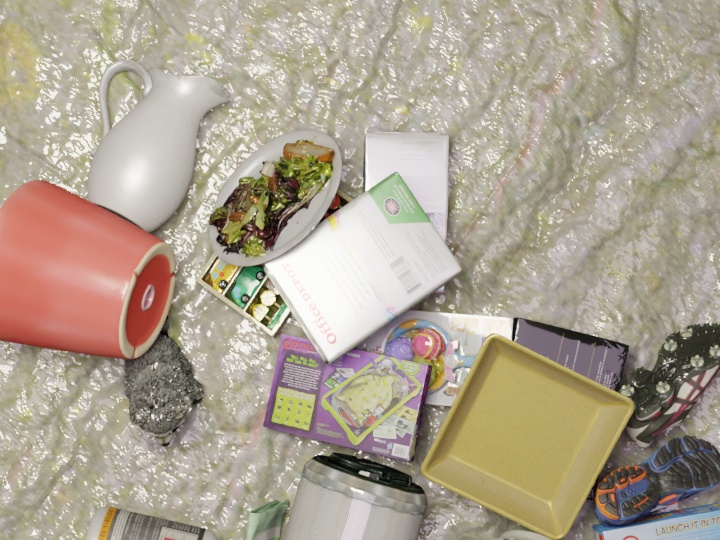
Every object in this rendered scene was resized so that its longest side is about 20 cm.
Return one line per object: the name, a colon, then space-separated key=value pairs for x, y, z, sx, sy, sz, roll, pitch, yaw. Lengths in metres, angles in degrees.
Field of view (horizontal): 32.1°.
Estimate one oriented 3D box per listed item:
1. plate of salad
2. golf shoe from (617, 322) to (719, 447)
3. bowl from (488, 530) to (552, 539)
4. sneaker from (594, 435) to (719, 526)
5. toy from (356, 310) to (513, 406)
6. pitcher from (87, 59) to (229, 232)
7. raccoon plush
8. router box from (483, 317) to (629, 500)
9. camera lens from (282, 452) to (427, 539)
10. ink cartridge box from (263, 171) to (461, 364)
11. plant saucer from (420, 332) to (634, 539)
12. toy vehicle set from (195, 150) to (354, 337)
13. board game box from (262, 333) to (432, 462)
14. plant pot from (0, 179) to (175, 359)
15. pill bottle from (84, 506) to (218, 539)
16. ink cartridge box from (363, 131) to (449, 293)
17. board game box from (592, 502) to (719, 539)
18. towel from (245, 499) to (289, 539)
plate of salad: x=-0.110 y=-0.095 z=1.517 sx=0.200 sy=0.200 sz=0.048 roll=-48 pitch=132 yaw=-4
golf shoe: x=0.406 y=0.141 z=1.597 sx=0.199 sy=0.077 sz=0.089 roll=-33 pitch=131 yaw=-18
bowl: x=0.200 y=0.381 z=1.531 sx=0.199 sy=0.201 sz=0.095 roll=24 pitch=56 yaw=-1
sneaker: x=0.375 y=0.269 z=1.586 sx=0.198 sy=0.079 sz=0.076 roll=-14 pitch=63 yaw=-18
toy: x=0.088 y=0.109 z=1.563 sx=0.197 sy=0.047 sz=0.117 roll=4 pitch=86 yaw=11
pitcher: x=-0.278 y=-0.160 z=1.555 sx=0.170 sy=0.121 sz=0.202 roll=20 pitch=76 yaw=19
raccoon plush: x=-0.264 y=0.114 z=1.522 sx=0.096 sy=0.134 sz=0.202 roll=-28 pitch=89 yaw=-3
router box: x=0.245 y=0.174 z=1.588 sx=0.147 sy=0.051 sz=0.203 roll=14 pitch=87 yaw=-1
camera lens: x=-0.014 y=0.332 z=1.513 sx=0.158 sy=0.160 sz=0.203 roll=17 pitch=86 yaw=-2
ink cartridge box: x=0.000 y=0.000 z=1.515 sx=0.199 sy=0.088 sz=0.146 roll=-34 pitch=87 yaw=-6
plant saucer: x=0.200 y=0.197 z=1.521 sx=0.198 sy=0.048 sz=0.202 roll=26 pitch=103 yaw=-2
toy vehicle set: x=-0.102 y=-0.033 z=1.582 sx=0.124 sy=0.027 sz=0.201 roll=33 pitch=86 yaw=8
board game box: x=-0.017 y=0.156 z=1.552 sx=0.197 sy=0.032 sz=0.122 roll=11 pitch=90 yaw=20
plant pot: x=-0.325 y=0.011 z=1.474 sx=0.175 sy=0.200 sz=0.203 roll=16 pitch=86 yaw=13
pill bottle: x=-0.238 y=0.364 z=1.523 sx=0.197 sy=0.116 sz=0.118 roll=13 pitch=87 yaw=-2
ink cartridge box: x=0.056 y=-0.072 z=1.591 sx=0.107 sy=0.050 sz=0.203 roll=1 pitch=88 yaw=-3
board game box: x=0.409 y=0.408 z=1.585 sx=0.197 sy=0.056 sz=0.199 roll=-9 pitch=88 yaw=-3
towel: x=-0.122 y=0.385 z=1.512 sx=0.023 sy=0.152 sz=0.203 roll=8 pitch=88 yaw=11
